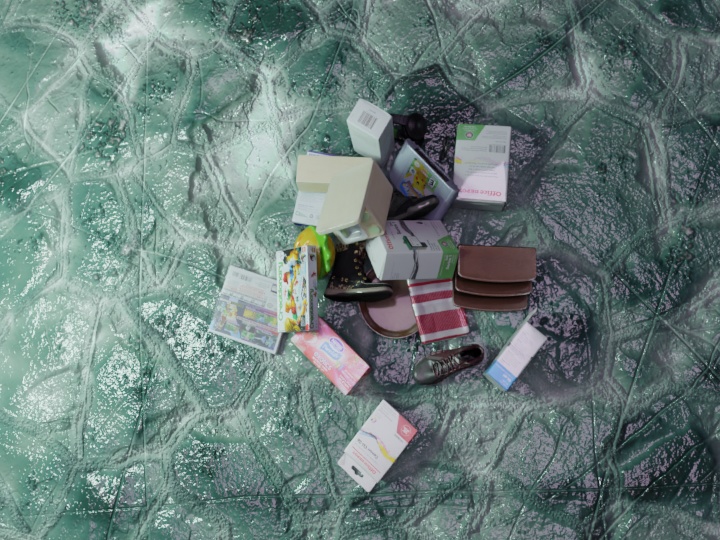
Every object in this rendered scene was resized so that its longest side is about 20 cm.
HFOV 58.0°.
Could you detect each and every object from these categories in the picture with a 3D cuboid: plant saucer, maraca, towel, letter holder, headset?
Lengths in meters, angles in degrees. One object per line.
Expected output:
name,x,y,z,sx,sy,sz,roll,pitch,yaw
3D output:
plant saucer,0.092,0.075,1.686,0.193,0.035,0.207,-1,79,5
maraca,-0.112,-0.047,1.652,0.104,0.199,0.141,-14,89,-21
towel,0.194,0.075,1.650,0.140,0.023,0.206,-8,77,-23
letter holder,0.331,0.022,1.621,0.193,0.101,0.147,2,76,-1
headset,0.138,-0.354,1.714,0.194,0.124,0.097,13,83,1

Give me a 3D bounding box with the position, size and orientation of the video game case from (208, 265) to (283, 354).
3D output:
video game case,-0.285,0.103,1.727,0.194,0.023,0.187,17,82,8

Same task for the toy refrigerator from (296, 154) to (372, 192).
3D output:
toy refrigerator,-0.066,-0.249,1.702,0.193,0.070,0.078,2,74,3

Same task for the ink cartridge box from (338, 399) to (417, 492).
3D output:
ink cartridge box,0.040,0.437,1.610,0.116,0.068,0.202,38,86,11

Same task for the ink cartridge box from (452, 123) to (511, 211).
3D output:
ink cartridge box,0.314,-0.267,1.696,0.141,0.088,0.207,5,79,8

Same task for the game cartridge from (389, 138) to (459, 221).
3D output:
game cartridge,0.159,-0.226,1.687,0.040,0.135,0.201,-26,66,-38

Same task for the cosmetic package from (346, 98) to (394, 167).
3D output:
cosmetic package,0.030,-0.352,1.682,0.100,0.200,0.075,32,84,9

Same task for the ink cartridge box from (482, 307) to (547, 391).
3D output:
ink cartridge box,0.389,0.196,1.592,0.066,0.116,0.201,38,86,11

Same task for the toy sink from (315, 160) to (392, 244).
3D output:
toy sink,-0.010,-0.144,1.576,0.127,0.112,0.204,-14,44,30

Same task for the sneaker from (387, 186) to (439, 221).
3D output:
sneaker,0.107,-0.180,1.677,0.196,0.075,0.118,-19,78,37

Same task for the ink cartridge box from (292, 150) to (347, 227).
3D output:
ink cartridge box,-0.071,-0.206,1.749,0.193,0.041,0.206,11,80,7

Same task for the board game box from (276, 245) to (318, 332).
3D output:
board game box,-0.157,0.048,1.599,0.124,0.034,0.207,-9,81,45

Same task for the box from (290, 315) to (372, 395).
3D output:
box,-0.072,0.212,1.645,0.199,0.103,0.095,43,86,12

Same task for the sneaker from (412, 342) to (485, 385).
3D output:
sneaker,0.219,0.224,1.605,0.195,0.116,0.077,-23,78,1

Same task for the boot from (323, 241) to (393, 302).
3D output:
boot,0.000,0.000,1.661,0.195,0.073,0.155,-6,66,35

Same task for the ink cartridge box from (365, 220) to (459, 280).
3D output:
ink cartridge box,0.125,-0.053,1.614,0.194,0.086,0.148,-1,37,-18
